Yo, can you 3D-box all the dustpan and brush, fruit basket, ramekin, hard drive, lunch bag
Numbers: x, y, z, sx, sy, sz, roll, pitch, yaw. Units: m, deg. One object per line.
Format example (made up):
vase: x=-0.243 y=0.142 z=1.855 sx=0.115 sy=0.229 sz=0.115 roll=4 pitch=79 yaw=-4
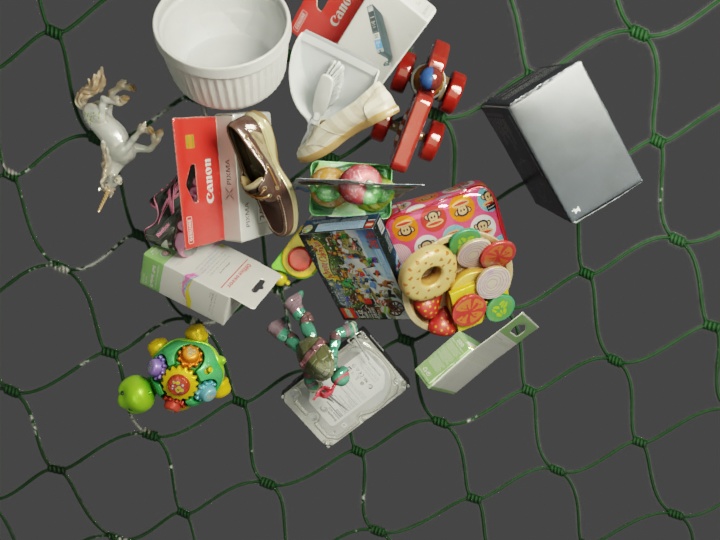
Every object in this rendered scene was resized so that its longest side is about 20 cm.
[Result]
dustpan and brush: x=-0.063 y=-0.261 z=1.073 sx=0.139 sy=0.057 sz=0.200 roll=27 pitch=141 yaw=2
fruit basket: x=-0.011 y=-0.120 z=1.030 sx=0.184 sy=0.200 sz=0.094 roll=2 pitch=97 yaw=-8
ramekin: x=-0.201 y=-0.337 z=1.006 sx=0.199 sy=0.105 sz=0.201 roll=1 pitch=61 yaw=-3
hard drive: x=-0.028 y=0.216 z=1.226 sx=0.200 sy=0.038 sz=0.140 roll=-38 pitch=101 yaw=10
lunch bag: x=0.146 y=-0.045 z=1.137 sx=0.199 sy=0.082 sz=0.177 roll=-18 pitch=109 yaw=4

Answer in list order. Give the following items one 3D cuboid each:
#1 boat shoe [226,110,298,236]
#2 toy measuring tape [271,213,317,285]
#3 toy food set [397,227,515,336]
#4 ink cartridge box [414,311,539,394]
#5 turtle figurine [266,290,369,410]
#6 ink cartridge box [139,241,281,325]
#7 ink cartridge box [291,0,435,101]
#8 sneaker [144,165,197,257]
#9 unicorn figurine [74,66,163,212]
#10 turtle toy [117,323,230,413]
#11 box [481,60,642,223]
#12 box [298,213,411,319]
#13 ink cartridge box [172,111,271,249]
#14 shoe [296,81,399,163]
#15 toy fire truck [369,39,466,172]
boat shoe: x=-0.155 y=-0.137 z=1.023 sx=0.072 sy=0.072 sz=0.201 roll=6 pitch=121 yaw=36
toy measuring tape: x=-0.078 y=-0.051 z=1.145 sx=0.073 sy=0.074 sz=0.200 roll=37 pitch=92 yaw=-9
toy food set: x=0.162 y=0.022 z=1.083 sx=0.197 sy=0.049 sz=0.201 roll=-22 pitch=124 yaw=-4
ink cartridge box: x=0.202 y=0.133 z=1.149 sx=0.200 sy=0.145 sz=0.048 roll=-43 pitch=63 yaw=10
turtle figurine: x=-0.068 y=0.139 z=1.151 sx=0.200 sy=0.101 sz=0.150 roll=45 pitch=99 yaw=15
ink cartridge box: x=-0.245 y=0.013 z=1.109 sx=0.199 sy=0.117 sz=0.068 roll=26 pitch=126 yaw=5
ink cartridge box: x=-0.011 y=-0.368 z=1.009 sx=0.176 sy=0.045 sz=0.200 roll=37 pitch=141 yaw=-8
sneaker: x=-0.295 y=-0.124 z=1.089 sx=0.095 sy=0.079 sz=0.201 roll=9 pitch=70 yaw=8
unicorn figurine: x=-0.402 y=-0.217 z=1.104 sx=0.137 sy=0.074 sz=0.201 roll=-26 pitch=89 yaw=17
turtle toy: x=-0.332 y=0.193 z=1.189 sx=0.199 sy=0.101 sz=0.146 roll=-20 pitch=104 yaw=6
box: x=0.301 y=-0.200 z=1.030 sx=0.124 sy=0.197 sz=0.201 roll=-31 pitch=103 yaw=8
box: x=0.000 y=0.000 z=1.103 sx=0.136 sy=0.038 sz=0.201 roll=-4 pitch=131 yaw=28
ink cartridge box: x=-0.207 y=-0.144 z=1.057 sx=0.045 sy=0.176 sz=0.201 roll=7 pitch=108 yaw=31
shoe: x=-0.029 y=-0.225 z=1.029 sx=0.199 sy=0.070 sz=0.054 roll=-22 pitch=107 yaw=37
toy fire truck: x=0.093 y=-0.253 z=1.032 sx=0.112 sy=0.168 sz=0.201 roll=21 pitch=104 yaw=-5
